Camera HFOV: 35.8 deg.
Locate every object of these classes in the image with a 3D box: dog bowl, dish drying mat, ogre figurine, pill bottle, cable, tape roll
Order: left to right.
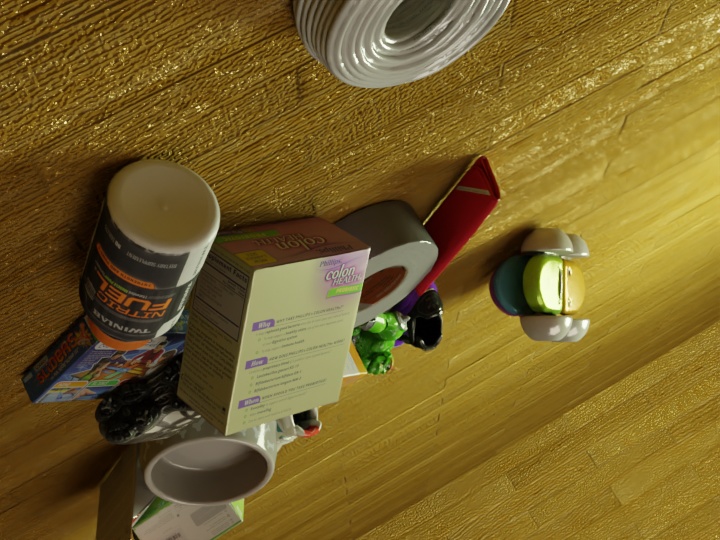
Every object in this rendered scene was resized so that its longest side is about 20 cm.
[{"bbox_3d":[-0.207,-0.004,1.056,0.105,0.107,0.201,-18,155,-34],"label":"pill bottle"},{"bbox_3d":[-0.204,0.249,1.498,0.197,0.059,0.201,-6,140,-5],"label":"dog bowl"},{"bbox_3d":[-0.005,0.101,1.611,0.118,0.099,0.202,0,130,-26],"label":"ogre figurine"},{"bbox_3d":[0.000,0.000,1.422,0.198,0.067,0.201,-28,158,-12],"label":"tape roll"},{"bbox_3d":[0.040,-0.236,0.944,0.198,0.070,0.200,-29,159,-10],"label":"cable"},{"bbox_3d":[0.115,-0.056,1.451,0.018,0.078,0.200,5,141,-33],"label":"dish drying mat"}]

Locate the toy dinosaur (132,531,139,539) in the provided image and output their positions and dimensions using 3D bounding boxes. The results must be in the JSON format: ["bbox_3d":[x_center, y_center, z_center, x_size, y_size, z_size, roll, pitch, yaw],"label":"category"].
[{"bbox_3d":[-0.377,0.489,1.919,0.199,0.103,0.077,-37,159,9],"label":"toy dinosaur"}]

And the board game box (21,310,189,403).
[{"bbox_3d":[-0.272,0.097,1.286,0.135,0.035,0.199,-41,159,21],"label":"board game box"}]

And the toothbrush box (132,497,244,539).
[{"bbox_3d":[-0.259,0.358,1.709,0.145,0.087,0.200,-32,-171,-2],"label":"toothbrush box"}]

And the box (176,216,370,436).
[{"bbox_3d":[-0.098,0.057,1.248,0.175,0.096,0.203,-12,123,-44],"label":"box"}]

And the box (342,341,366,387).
[{"bbox_3d":[-0.085,0.099,1.441,0.041,0.120,0.199,-39,159,32],"label":"box"}]

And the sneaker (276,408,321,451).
[{"bbox_3d":[-0.106,0.215,1.552,0.070,0.093,0.201,-16,140,-42],"label":"sneaker"}]

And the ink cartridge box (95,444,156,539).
[{"bbox_3d":[-0.330,0.361,1.575,0.050,0.202,0.161,16,136,-26],"label":"ink cartridge box"}]

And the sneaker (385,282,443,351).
[{"bbox_3d":[0.077,0.084,1.669,0.069,0.100,0.201,-21,156,-22],"label":"sneaker"}]

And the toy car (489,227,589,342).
[{"bbox_3d":[0.285,0.026,1.807,0.148,0.178,0.199,-1,176,29],"label":"toy car"}]

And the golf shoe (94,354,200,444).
[{"bbox_3d":[-0.220,0.154,1.348,0.197,0.079,0.095,-18,162,-11],"label":"golf shoe"}]
